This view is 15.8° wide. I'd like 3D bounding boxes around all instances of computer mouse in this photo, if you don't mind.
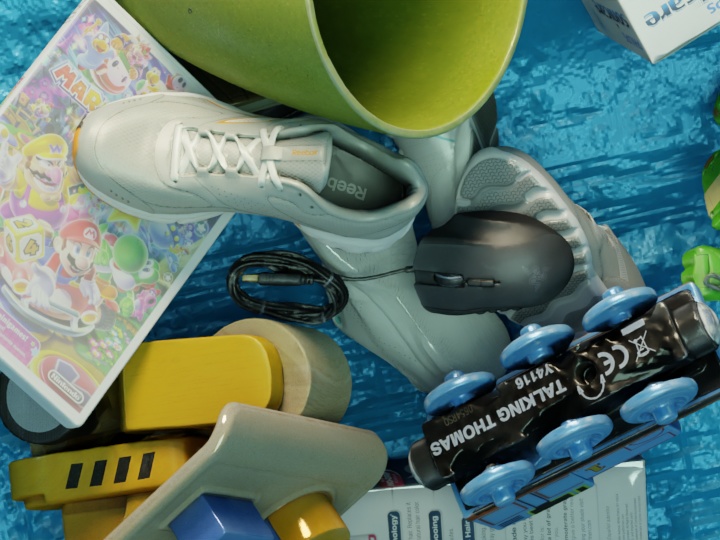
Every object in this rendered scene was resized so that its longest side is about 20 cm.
[{"bbox_3d":[0.023,0.004,1.478,0.199,0.034,0.059,-7,114,3],"label":"computer mouse"}]

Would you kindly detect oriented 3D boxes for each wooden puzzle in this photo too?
[{"bbox_3d":[-0.083,0.166,1.450,0.200,0.185,0.046,-48,63,14],"label":"wooden puzzle"}]

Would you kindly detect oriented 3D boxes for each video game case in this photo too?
[{"bbox_3d":[-0.152,-0.035,1.430,0.143,0.018,0.200,43,65,-20],"label":"video game case"}]

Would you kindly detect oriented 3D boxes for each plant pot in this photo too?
[{"bbox_3d":[-0.040,-0.170,1.437,0.187,0.199,0.188,-7,99,-48],"label":"plant pot"}]

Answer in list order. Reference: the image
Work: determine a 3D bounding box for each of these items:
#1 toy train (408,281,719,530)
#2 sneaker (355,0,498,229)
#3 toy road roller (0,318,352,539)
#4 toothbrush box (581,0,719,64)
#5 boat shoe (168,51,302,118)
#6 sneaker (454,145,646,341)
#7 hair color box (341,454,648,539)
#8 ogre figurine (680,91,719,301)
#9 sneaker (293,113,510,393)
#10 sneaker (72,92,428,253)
[{"bbox_3d":[0.125,0.077,1.494,0.199,0.114,0.087,-29,68,17],"label":"toy train"},{"bbox_3d":[0.035,-0.109,1.541,0.080,0.070,0.201,-4,108,17],"label":"sneaker"},{"bbox_3d":[-0.106,0.111,1.499,0.199,0.123,0.147,-8,83,18],"label":"toy road roller"},{"bbox_3d":[0.138,-0.232,1.478,0.086,0.146,0.201,-32,105,0],"label":"toothbrush box"},{"bbox_3d":[-0.114,-0.083,1.524,0.200,0.072,0.066,-18,131,-16],"label":"boat shoe"},{"bbox_3d":[0.118,-0.004,1.550,0.074,0.082,0.200,-22,124,22],"label":"sneaker"},{"bbox_3d":[0.075,0.165,1.604,0.199,0.061,0.101,-5,103,-6],"label":"hair color box"},{"bbox_3d":[0.267,-0.061,1.559,0.119,0.201,0.098,24,143,-22],"label":"ogre figurine"},{"bbox_3d":[0.000,0.000,1.550,0.075,0.088,0.200,-44,105,-33],"label":"sneaker"},{"bbox_3d":[-0.055,-0.061,1.412,0.199,0.092,0.076,8,79,-14],"label":"sneaker"}]
